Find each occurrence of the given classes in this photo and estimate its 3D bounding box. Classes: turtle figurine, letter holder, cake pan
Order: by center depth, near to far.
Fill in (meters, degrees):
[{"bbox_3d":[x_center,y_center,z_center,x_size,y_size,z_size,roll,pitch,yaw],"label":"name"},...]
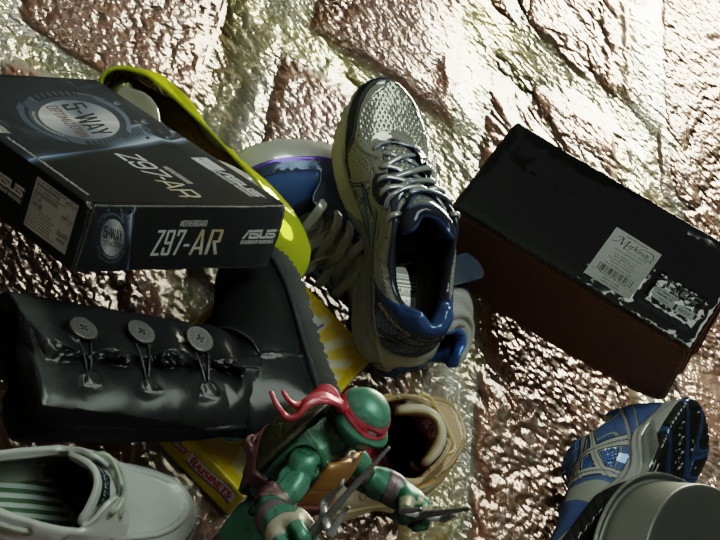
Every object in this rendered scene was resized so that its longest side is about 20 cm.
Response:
[{"bbox_3d":[-0.025,0.127,1.150,0.149,0.200,0.101,-2,55,-47],"label":"turtle figurine"},{"bbox_3d":[0.227,0.233,1.397,0.200,0.037,0.201,20,62,-43],"label":"cake pan"},{"bbox_3d":[0.162,0.011,1.539,0.199,0.142,0.101,32,57,11],"label":"letter holder"}]

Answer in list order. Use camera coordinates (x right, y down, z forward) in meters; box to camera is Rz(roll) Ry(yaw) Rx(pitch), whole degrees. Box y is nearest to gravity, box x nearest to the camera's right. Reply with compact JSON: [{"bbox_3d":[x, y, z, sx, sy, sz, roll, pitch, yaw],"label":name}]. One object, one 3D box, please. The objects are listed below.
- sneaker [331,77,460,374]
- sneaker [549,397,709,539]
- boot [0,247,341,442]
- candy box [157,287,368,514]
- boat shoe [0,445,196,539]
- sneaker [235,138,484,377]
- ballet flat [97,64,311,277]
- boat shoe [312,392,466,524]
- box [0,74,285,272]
[{"bbox_3d":[0.034,-0.038,1.366,0.077,0.085,0.201,-2,75,-22],"label":"sneaker"},{"bbox_3d":[0.174,0.164,1.455,0.200,0.077,0.076,-44,123,-41],"label":"sneaker"},{"bbox_3d":[-0.126,0.038,1.230,0.199,0.066,0.165,3,36,-28],"label":"boot"},{"bbox_3d":[-0.070,0.067,1.322,0.102,0.026,0.200,47,34,-2],"label":"candy box"},{"bbox_3d":[-0.157,0.131,1.124,0.199,0.067,0.074,-1,55,-48],"label":"boat shoe"},{"bbox_3d":[0.000,0.000,1.418,0.200,0.081,0.147,23,35,-39],"label":"sneaker"},{"bbox_3d":[-0.111,-0.065,1.361,0.200,0.067,0.067,49,1,24],"label":"ballet flat"},{"bbox_3d":[0.026,0.114,1.323,0.074,0.069,0.200,60,28,7],"label":"boat shoe"},{"bbox_3d":[-0.168,-0.062,1.259,0.160,0.044,0.200,-1,27,-47],"label":"box"}]
